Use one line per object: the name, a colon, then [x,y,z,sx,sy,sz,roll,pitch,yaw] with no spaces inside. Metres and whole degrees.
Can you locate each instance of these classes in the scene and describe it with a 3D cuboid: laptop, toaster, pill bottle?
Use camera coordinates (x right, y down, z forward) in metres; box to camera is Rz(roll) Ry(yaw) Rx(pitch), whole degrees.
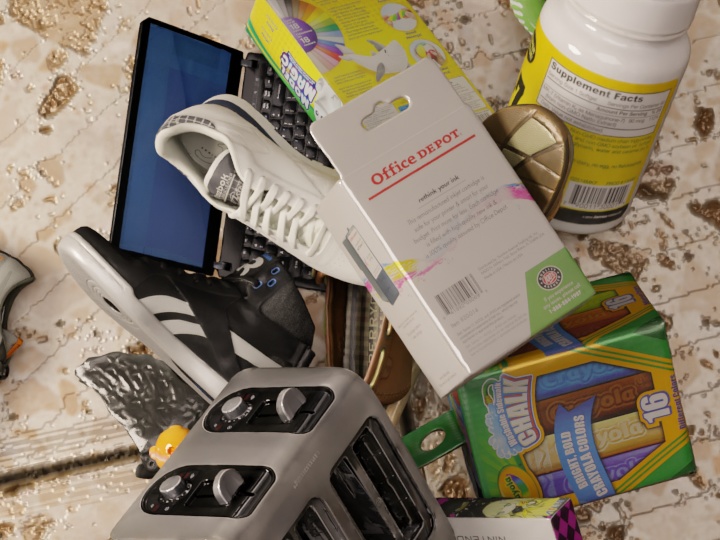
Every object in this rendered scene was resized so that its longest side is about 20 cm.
laptop: [-0.073,-0.082,1.550,0.199,0.103,0.178,8,85,1]
toaster: [-0.046,0.189,1.388,0.181,0.118,0.201,-51,121,-41]
pill bottle: [0.172,-0.136,1.501,0.114,0.114,0.201,19,126,2]

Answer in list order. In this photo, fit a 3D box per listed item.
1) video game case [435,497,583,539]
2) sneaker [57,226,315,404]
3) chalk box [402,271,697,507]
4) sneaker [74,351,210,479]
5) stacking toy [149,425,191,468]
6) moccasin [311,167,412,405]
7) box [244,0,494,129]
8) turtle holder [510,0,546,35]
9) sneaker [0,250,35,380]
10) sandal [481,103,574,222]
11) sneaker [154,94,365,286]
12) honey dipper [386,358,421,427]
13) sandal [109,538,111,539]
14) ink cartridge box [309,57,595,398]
video game case: [0.096,0.256,1.472,0.181,0.036,0.201,-4,109,40]
sneaker: [-0.116,0.012,1.500,0.200,0.073,0.112,45,75,-19]
chalk box: [0.124,0.097,1.506,0.199,0.125,0.125,-14,109,-2]
sneaker: [-0.123,0.134,1.556,0.104,0.060,0.200,-31,81,-2]
stacking toy: [-0.128,0.205,1.447,0.115,0.110,0.201,5,101,19]
moccasin: [-0.001,0.000,1.532,0.073,0.078,0.203,6,92,31]
box: [0.001,-0.154,1.537,0.117,0.048,0.200,-18,63,-34]
turtle holder: [0.189,-0.252,1.549,0.131,0.141,0.186,27,75,-14]
sneaker: [-0.301,0.076,1.553,0.079,0.074,0.201,17,85,-4]
sandal: [0.113,-0.052,1.483,0.054,0.200,0.080,-31,64,-29]
sneaker: [-0.056,-0.047,1.465,0.199,0.080,0.077,33,110,12]
honey dipper: [0.044,0.062,1.571,0.038,0.038,0.201,25,87,2]
sandal: [-0.153,0.209,1.534,0.199,0.054,0.080,-29,110,16]
ink cartridge box: [0.052,-0.031,1.418,0.117,0.067,0.201,-31,84,-22]
